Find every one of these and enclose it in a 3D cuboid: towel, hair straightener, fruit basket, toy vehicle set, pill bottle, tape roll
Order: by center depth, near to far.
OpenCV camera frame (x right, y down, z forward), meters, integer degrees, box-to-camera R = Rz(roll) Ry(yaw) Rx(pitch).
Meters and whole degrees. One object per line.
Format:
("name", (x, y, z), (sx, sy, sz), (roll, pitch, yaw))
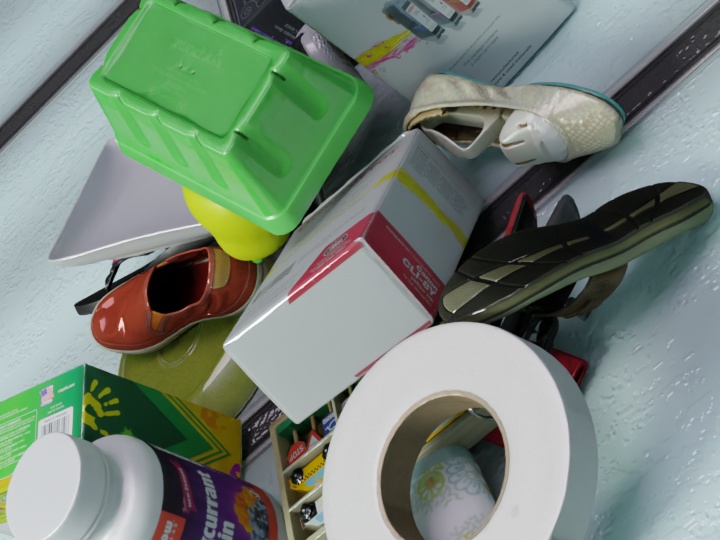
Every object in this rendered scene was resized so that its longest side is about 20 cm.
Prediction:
("tape roll", (0.062, 0.134, 1.341), (0.202, 0.037, 0.204), (-15, 64, 34))
("towel", (0.028, 0.237, 1.403), (0.200, 0.048, 0.172), (-45, 40, 16))
("hair straightener", (0.119, 0.025, 1.433), (0.076, 0.041, 0.201), (2, 46, 29))
("toy vehicle set", (0.016, 0.110, 1.506), (0.200, 0.026, 0.125), (-41, 41, 26))
("pill bottle", (-0.158, 0.186, 1.520), (0.111, 0.199, 0.112), (-22, 56, 37))
("fruit basket", (-0.091, -0.103, 1.606), (0.215, 0.215, 0.156), (23, 79, 55))

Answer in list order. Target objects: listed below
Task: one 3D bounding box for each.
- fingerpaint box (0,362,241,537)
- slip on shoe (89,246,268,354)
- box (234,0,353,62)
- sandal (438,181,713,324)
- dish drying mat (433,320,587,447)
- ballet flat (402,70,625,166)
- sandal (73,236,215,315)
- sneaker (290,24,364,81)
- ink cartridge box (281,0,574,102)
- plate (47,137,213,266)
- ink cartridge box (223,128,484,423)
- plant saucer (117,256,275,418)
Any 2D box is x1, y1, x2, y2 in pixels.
("fingerpaint box", (-0.221, 0.154, 1.654), (0.199, 0.166, 0.074), (-24, 55, 38))
("slip on shoe", (-0.163, 0.020, 1.728), (0.199, 0.061, 0.075), (-17, 64, 42))
("box", (-0.010, -0.279, 1.800), (0.200, 0.106, 0.123), (-41, 36, 21))
("sandal", (0.149, 0.000, 1.395), (0.200, 0.058, 0.080), (-21, 25, -3))
("dish drying mat", (0.083, 0.078, 1.485), (0.199, 0.018, 0.077), (17, 79, 53))
("ballet flat", (0.111, -0.104, 1.540), (0.199, 0.068, 0.063), (12, 58, 48))
("sandal", (-0.174, -0.024, 1.818), (0.199, 0.045, 0.075), (-32, 10, 19))
("sneaker", (-0.059, -0.136, 1.688), (0.114, 0.076, 0.200), (-36, -2, -4))
("ink cartridge box", (0.036, -0.238, 1.631), (0.145, 0.200, 0.146), (-46, 36, 14))
("plate", (-0.156, -0.073, 1.804), (0.198, 0.032, 0.200), (-13, 31, 20))
("ink cartridge box", (0.000, 0.000, 1.518), (0.145, 0.083, 0.200), (-39, 12, 28))
("plant saucer", (-0.144, 0.062, 1.759), (0.199, 0.031, 0.201), (-31, 43, 33))
